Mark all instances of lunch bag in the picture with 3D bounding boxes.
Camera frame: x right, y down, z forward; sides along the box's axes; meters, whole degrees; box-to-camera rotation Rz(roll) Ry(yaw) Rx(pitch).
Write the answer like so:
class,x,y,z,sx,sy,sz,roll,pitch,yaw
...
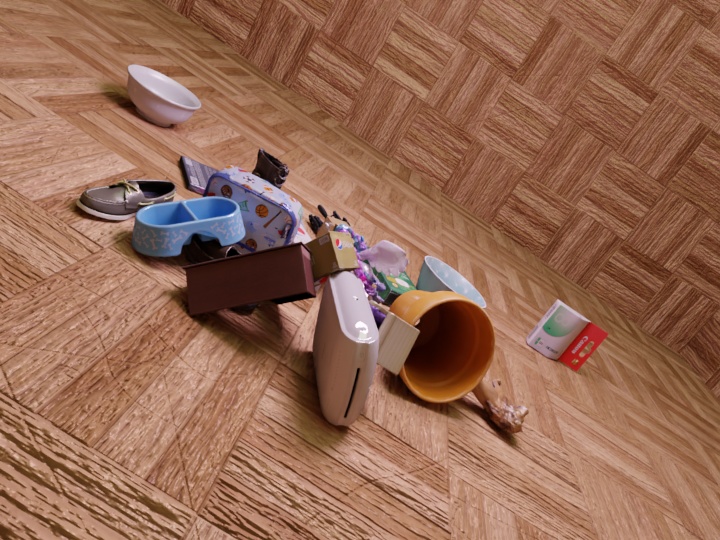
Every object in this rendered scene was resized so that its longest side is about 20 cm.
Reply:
class,x,y,z,sx,sy,sz,roll,pitch,yaw
lunch bag,-0.213,-0.093,1.090,0.197,0.162,0.076,29,27,-2

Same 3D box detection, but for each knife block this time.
class,x,y,z,sx,sy,sz,roll,pitch,yaw
knife block,-0.072,-0.092,1.436,0.173,0.065,0.200,34,20,1

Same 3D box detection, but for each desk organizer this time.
class,x,y,z,sx,sy,sz,roll,pitch,yaw
desk organizer,-0.173,0.019,0.898,0.072,0.194,0.079,56,23,-78

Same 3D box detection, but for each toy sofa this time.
class,x,y,z,sx,sy,sz,roll,pitch,yaw
toy sofa,0.018,0.109,0.983,0.096,0.084,0.200,32,-7,-11

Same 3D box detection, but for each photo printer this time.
class,x,y,z,sx,sy,sz,roll,pitch,yaw
photo printer,-0.027,0.123,0.881,0.067,0.170,0.201,7,28,-15

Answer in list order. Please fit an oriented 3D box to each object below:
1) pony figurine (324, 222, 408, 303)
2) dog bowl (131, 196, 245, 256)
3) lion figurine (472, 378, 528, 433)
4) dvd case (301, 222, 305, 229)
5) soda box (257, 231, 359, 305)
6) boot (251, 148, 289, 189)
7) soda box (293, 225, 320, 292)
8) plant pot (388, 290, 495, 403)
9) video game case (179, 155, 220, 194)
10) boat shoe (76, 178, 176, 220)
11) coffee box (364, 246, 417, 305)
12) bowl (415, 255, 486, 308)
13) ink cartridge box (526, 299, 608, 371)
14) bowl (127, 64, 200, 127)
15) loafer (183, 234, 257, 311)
class,x,y,z,sx,sy,sz,roll,pitch,yaw
pony figurine,0.000,0.000,1.202,0.193,0.166,0.201,45,-12,28
dog bowl,-0.293,-0.081,0.973,0.196,0.051,0.111,-13,35,-33
lion figurine,0.253,0.243,1.156,0.199,0.073,0.123,39,18,-10
dvd case,-0.200,-0.147,1.390,0.145,0.022,0.201,34,16,-31
soda box,-0.102,-0.001,0.986,0.067,0.196,0.066,-2,72,-58
boot,-0.198,-0.145,1.194,0.068,0.176,0.200,6,33,-50
soda box,-0.141,-0.045,1.222,0.067,0.064,0.201,15,27,-41
plant pot,0.136,0.126,1.119,0.197,0.204,0.183,24,6,-23
video game case,-0.328,-0.200,1.347,0.197,0.019,0.144,20,25,-37
boat shoe,-0.409,-0.133,1.005,0.072,0.061,0.201,39,20,16
coffee box,0.078,0.025,1.437,0.121,0.044,0.201,22,24,-33
bowl,0.216,0.067,1.460,0.198,0.106,0.202,33,19,-13
ink cartridge box,0.630,0.208,1.716,0.197,0.163,0.050,33,22,-2
bowl,-0.525,-0.440,1.472,0.198,0.091,0.202,30,20,-12
loafer,-0.237,-0.018,0.999,0.199,0.072,0.072,42,22,21
